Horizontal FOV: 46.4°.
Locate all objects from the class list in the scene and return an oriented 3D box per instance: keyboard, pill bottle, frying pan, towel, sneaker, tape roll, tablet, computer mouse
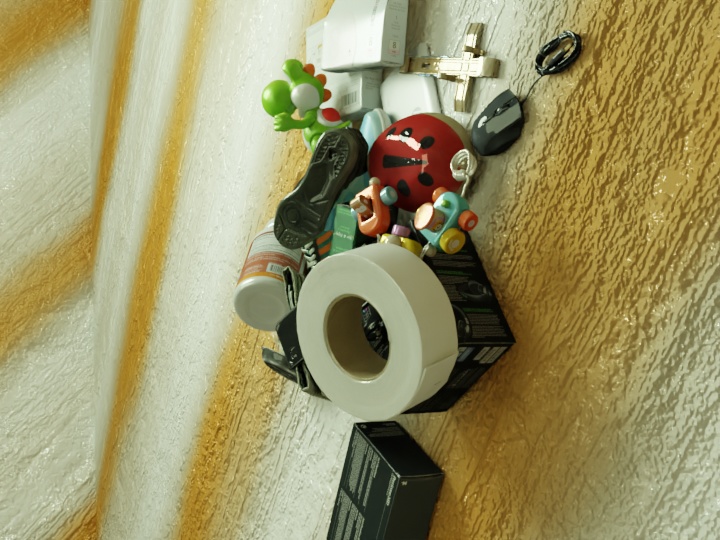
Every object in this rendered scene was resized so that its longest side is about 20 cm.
[{"bbox_3d":[-0.030,0.068,1.120,0.200,0.020,0.128,-41,55,26],"label":"keyboard"},{"bbox_3d":[-0.142,-0.001,1.420,0.201,0.111,0.113,-80,14,-51],"label":"pill bottle"},{"bbox_3d":[-0.092,0.177,1.417,0.189,0.115,0.031,22,73,29],"label":"frying pan"},{"bbox_3d":[-0.051,0.106,1.265,0.034,0.200,0.195,-17,68,18],"label":"towel"},{"bbox_3d":[-0.025,-0.145,1.254,0.080,0.129,0.202,-137,53,-62],"label":"sneaker"},{"bbox_3d":[0.017,0.072,0.997,0.201,0.070,0.205,13,109,39],"label":"tape roll"},{"bbox_3d":[-0.049,-0.118,1.193,0.076,0.114,0.201,35,116,11],"label":"sneaker"},{"bbox_3d":[0.075,-0.210,1.210,0.130,0.014,0.202,-35,59,54],"label":"tablet"},{"bbox_3d":[-0.072,-0.044,1.385,0.071,0.079,0.203,6,94,60],"label":"sneaker"},{"bbox_3d":[0.188,-0.207,0.992,0.200,0.034,0.059,-52,45,45],"label":"computer mouse"}]

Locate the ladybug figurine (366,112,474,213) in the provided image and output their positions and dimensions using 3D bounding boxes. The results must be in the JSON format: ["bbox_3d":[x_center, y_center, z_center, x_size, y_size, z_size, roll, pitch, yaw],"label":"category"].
[{"bbox_3d":[0.073,-0.145,1.125,0.199,0.071,0.138,4,94,55],"label":"ladybug figurine"}]

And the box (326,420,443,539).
[{"bbox_3d":[0.030,0.337,1.188,0.141,0.078,0.202,42,123,57],"label":"box"}]

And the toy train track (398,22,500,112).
[{"bbox_3d":[0.107,-0.276,1.125,0.199,0.032,0.116,22,104,55],"label":"toy train track"}]

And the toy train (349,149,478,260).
[{"bbox_3d":[0.053,-0.073,1.029,0.199,0.055,0.152,-22,64,42],"label":"toy train"}]

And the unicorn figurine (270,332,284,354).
[{"bbox_3d":[-0.106,0.106,1.460,0.200,0.073,0.139,116,145,-62],"label":"unicorn figurine"}]

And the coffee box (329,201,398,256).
[{"bbox_3d":[0.000,0.000,1.212,0.044,0.123,0.202,16,106,28],"label":"coffee box"}]

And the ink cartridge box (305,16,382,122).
[{"bbox_3d":[-0.031,-0.330,1.371,0.199,0.043,0.176,-2,86,60],"label":"ink cartridge box"}]

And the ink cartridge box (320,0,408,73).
[{"bbox_3d":[0.007,-0.397,1.230,0.162,0.057,0.203,13,104,55],"label":"ink cartridge box"}]

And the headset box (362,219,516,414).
[{"bbox_3d":[0.087,0.056,1.092,0.174,0.092,0.202,-53,44,43],"label":"headset box"}]

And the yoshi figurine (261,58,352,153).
[{"bbox_3d":[-0.090,-0.230,1.333,0.202,0.111,0.112,65,159,-5],"label":"yoshi figurine"}]
